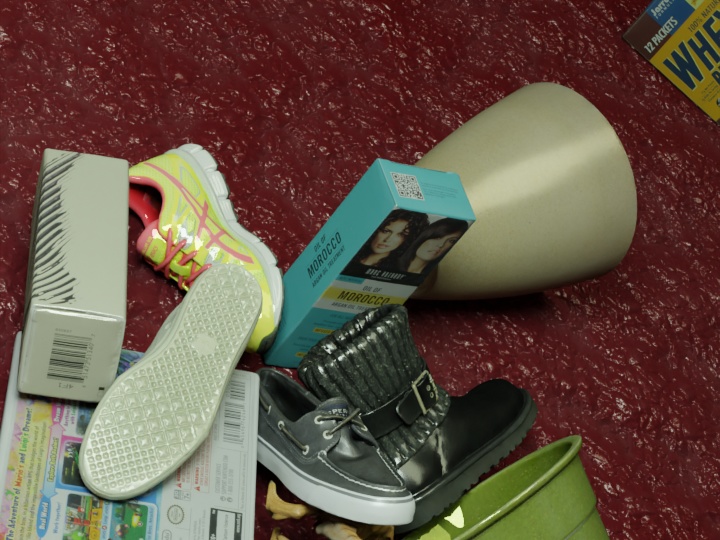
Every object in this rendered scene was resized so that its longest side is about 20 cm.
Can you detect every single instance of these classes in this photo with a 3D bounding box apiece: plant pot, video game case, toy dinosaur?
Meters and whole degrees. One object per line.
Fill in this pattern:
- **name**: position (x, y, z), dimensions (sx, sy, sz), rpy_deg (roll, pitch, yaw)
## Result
- **plant pot**: position (0.110, -0.051, 1.667), dimensions (0.199, 0.188, 0.188), rpy_deg (-21, 67, -35)
- **plant pot**: position (0.127, 0.255, 1.366), dimensions (0.191, 0.200, 0.200), rpy_deg (57, 38, 1)
- **video game case**: position (-0.162, 0.135, 1.303), dimensions (0.180, 0.024, 0.201), rpy_deg (11, 44, -11)
- **toy dinosaur**: position (-0.015, 0.182, 1.335), dimensions (0.105, 0.061, 0.200), rpy_deg (0, -2, 7)

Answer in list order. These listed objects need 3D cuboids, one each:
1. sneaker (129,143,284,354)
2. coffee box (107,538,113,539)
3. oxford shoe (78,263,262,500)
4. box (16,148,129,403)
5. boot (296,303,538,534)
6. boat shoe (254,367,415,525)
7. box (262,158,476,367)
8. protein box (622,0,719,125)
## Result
- **sneaker**: position (-0.132, -0.011, 1.484), dimensions (0.090, 0.078, 0.201), rpy_deg (-10, 54, -37)
- **coffee box**: position (-0.097, 0.270, 1.214), dimensions (0.199, 0.080, 0.115), rpy_deg (25, 39, -21)
- **oxford shoe**: position (-0.131, 0.082, 1.315), dimensions (0.075, 0.058, 0.201), rpy_deg (34, 58, -5)
- **box**: position (-0.206, 0.001, 1.355), dimensions (0.068, 0.083, 0.201), rpy_deg (8, 33, -13)
- **boot**: position (0.050, 0.094, 1.488), dimensions (0.211, 0.079, 0.159), rpy_deg (-35, 98, -52)
- **boat shoe**: position (-0.025, 0.122, 1.358), dimensions (0.069, 0.067, 0.200), rpy_deg (2, 15, -32)
- **box**: position (0.000, 0.000, 1.474), dimensions (0.082, 0.200, 0.049), rpy_deg (8, 47, -35)
- **protein box**: position (0.451, -0.289, 2.226), dimensions (0.200, 0.135, 0.199), rpy_deg (42, 37, 1)
